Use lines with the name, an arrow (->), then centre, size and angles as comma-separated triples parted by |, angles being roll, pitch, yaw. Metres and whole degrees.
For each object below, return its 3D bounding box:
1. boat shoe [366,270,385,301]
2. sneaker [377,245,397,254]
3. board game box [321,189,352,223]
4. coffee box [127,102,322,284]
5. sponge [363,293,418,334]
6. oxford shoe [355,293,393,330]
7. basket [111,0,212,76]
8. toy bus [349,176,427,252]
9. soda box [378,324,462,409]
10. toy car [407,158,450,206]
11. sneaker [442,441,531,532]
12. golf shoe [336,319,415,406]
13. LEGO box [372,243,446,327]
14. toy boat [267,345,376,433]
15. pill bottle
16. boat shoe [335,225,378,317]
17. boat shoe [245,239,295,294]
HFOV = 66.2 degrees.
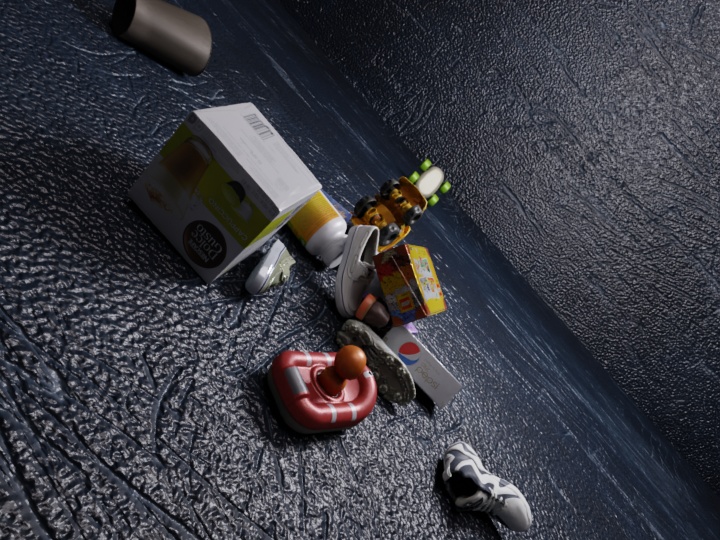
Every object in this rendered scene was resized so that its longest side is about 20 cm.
boat shoe -> 0.079, 0.051, 1.308 | 0.197, 0.073, 0.066 | 21, -1, -22
sneaker -> 0.082, 0.008, 1.372 | 0.200, 0.081, 0.079 | 51, 28, -50
board game box -> -0.121, -0.192, 1.401 | 0.199, 0.035, 0.135 | 39, -4, -20
coffee box -> -0.223, -0.137, 0.942 | 0.200, 0.197, 0.200 | 49, 24, -5
sponge -> 0.054, 0.077, 1.341 | 0.111, 0.030, 0.201 | 10, 42, -57
oxford shoe -> 0.039, 0.099, 1.173 | 0.072, 0.072, 0.200 | 35, 3, 11
basket -> -0.490, -0.592, 1.356 | 0.198, 0.136, 0.182 | 9, 47, -52
toy bus -> 0.083, -0.132, 1.546 | 0.136, 0.199, 0.193 | 51, -8, 24
soda box -> 0.122, 0.198, 1.184 | 0.200, 0.068, 0.064 | 46, -4, -2
toy car -> 0.289, -0.391, 2.520 | 0.164, 0.158, 0.200 | 46, -8, -9
sneaker -> 0.222, 0.416, 0.999 | 0.200, 0.079, 0.129 | 50, 23, 8
golf shoe -> 0.043, 0.173, 1.098 | 0.201, 0.078, 0.097 | 50, 16, 6
LEGO box -> 0.110, 0.030, 1.177 | 0.199, 0.076, 0.152 | 2, 69, -70
toy boat -> -0.040, 0.169, 0.866 | 0.199, 0.131, 0.132 | 15, 38, -53
pill bottle -> -0.101, -0.108, 1.259 | 0.201, 0.111, 0.111 | 51, 22, 11
boat shoe -> 0.000, 0.000, 1.172 | 0.072, 0.065, 0.204 | 35, 61, -46
boat shoe -> -0.159, -0.003, 1.025 | 0.062, 0.072, 0.201 | 39, 20, -11
